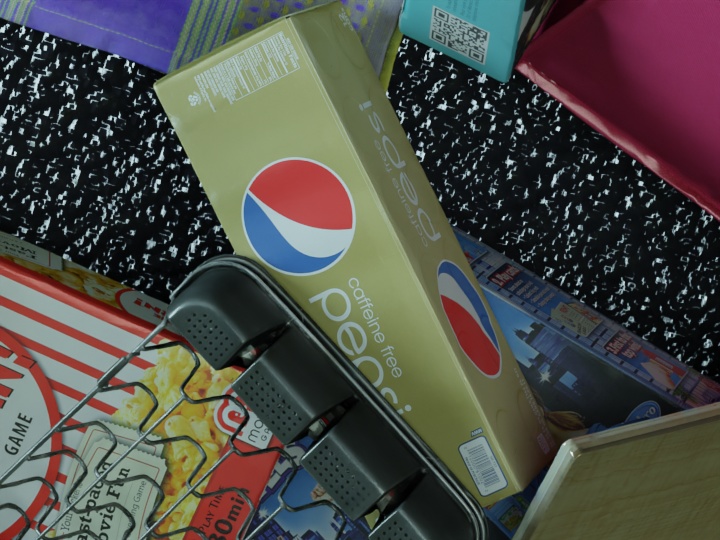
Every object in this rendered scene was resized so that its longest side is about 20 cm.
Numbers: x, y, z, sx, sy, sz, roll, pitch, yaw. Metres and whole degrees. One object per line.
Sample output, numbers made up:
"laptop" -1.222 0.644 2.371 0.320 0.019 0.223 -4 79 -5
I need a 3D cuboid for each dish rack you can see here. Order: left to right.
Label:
"dish rack" -0.071 0.111 1.123 0.200 0.055 0.153 -44 85 15

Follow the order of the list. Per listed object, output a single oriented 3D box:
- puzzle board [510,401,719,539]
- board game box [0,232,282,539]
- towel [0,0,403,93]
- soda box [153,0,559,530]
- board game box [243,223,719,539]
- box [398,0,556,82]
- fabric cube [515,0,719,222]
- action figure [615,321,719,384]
"puzzle board" 0.130 0.098 1.186 0.200 0.017 0.151 -11 142 -35
"board game box" -0.140 0.069 1.186 0.200 0.046 0.152 23 104 -2
"towel" -0.067 -0.137 1.169 0.200 0.023 0.144 21 120 -6
"soda box" 0.000 0.000 1.151 0.064 0.068 0.200 -25 93 19
"board game box" 0.013 0.057 1.226 0.200 0.062 0.200 45 107 5
"box" 0.085 -0.175 1.152 0.049 0.082 0.200 27 64 10
"fabric cube" 0.212 -0.118 1.141 0.200 0.196 0.199 37 73 -8
"action figure" 0.130 0.075 1.271 0.200 0.069 0.130 -16 112 7
